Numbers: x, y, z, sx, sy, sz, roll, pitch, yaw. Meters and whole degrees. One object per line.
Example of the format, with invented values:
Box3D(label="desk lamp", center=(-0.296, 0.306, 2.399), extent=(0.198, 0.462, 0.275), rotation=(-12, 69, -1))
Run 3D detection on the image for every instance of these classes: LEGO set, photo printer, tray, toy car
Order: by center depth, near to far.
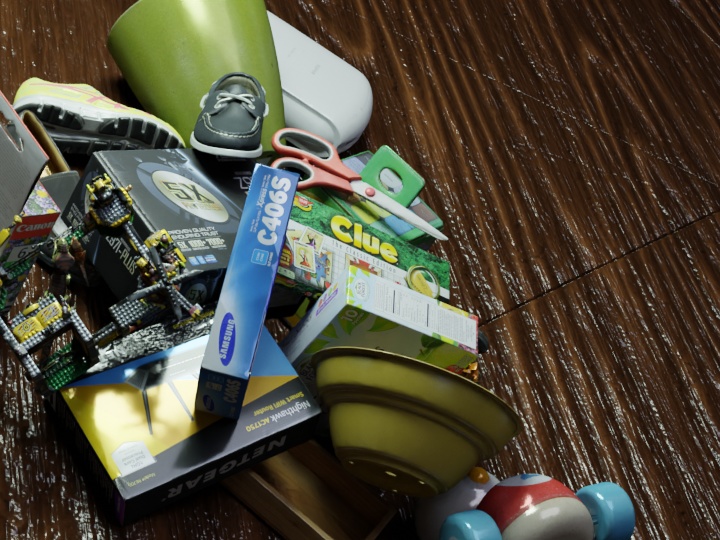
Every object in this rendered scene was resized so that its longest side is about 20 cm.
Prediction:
Box3D(label="LEGO set", center=(-0.240, 0.009, 1.311), extent=(0.199, 0.116, 0.154), rotation=(-25, 79, -12))
Box3D(label="tray", center=(-0.069, 0.191, 1.453), extent=(0.200, 0.037, 0.099), rotation=(39, 33, 7))
Box3D(label="toy car", center=(0.114, 0.230, 1.466), extent=(0.183, 0.178, 0.200), rotation=(-7, 37, -32))
Box3D(label="photo printer", center=(-0.079, -0.228, 1.951), extent=(0.199, 0.070, 0.167), rotation=(33, 32, -3))

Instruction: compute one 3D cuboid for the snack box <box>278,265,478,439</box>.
Box3D(label="snack box", center=(0.001, 0.089, 1.491), extent=(0.142, 0.200, 0.053), rotation=(22, 47, -19))

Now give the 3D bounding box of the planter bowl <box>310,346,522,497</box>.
Box3D(label="planter bowl", center=(0.038, 0.147, 1.395), extent=(0.199, 0.200, 0.084), rotation=(25, 69, -16))

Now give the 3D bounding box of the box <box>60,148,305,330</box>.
Box3D(label="box", center=(-0.155, -0.032, 1.509), extent=(0.199, 0.086, 0.164), rotation=(-6, 48, -47))

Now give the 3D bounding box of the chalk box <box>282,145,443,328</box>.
Box3D(label="chalk box", center=(-0.009, -0.036, 1.647), extent=(0.124, 0.200, 0.124), rotation=(44, 34, 15))

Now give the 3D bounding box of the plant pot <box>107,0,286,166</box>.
Box3D(label="plant pot", center=(-0.161, -0.197, 1.761), extent=(0.186, 0.187, 0.201), rotation=(-7, 68, -47))

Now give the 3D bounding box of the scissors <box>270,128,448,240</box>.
Box3D(label="scissors", center=(0.001, -0.089, 1.578), extent=(0.199, 0.014, 0.073), rotation=(18, 58, 0))

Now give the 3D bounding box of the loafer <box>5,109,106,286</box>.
Box3D(label="loafer", center=(-0.301, -0.070, 1.541), extent=(0.200, 0.072, 0.073), rotation=(49, 34, 19))

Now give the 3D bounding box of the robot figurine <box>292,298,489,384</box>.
Box3D(label="robot figurine", center=(0.029, 0.086, 1.591), extent=(0.199, 0.145, 0.058), rotation=(20, 40, -8))

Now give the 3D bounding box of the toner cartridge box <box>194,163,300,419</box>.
Box3D(label="toner cartridge box", center=(-0.098, 0.018, 1.364), extent=(0.043, 0.095, 0.201), rotation=(14, 62, -2))

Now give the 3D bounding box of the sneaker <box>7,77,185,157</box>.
Box3D(label="sneaker", center=(-0.277, -0.160, 1.678), extent=(0.199, 0.078, 0.091), rotation=(18, 30, -27))

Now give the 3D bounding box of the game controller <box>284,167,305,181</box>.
Box3D(label="game controller", center=(-0.007, -0.057, 1.825), extent=(0.104, 0.042, 0.200), rotation=(-12, 56, -49))

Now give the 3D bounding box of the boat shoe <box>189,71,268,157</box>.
Box3D(label="boat shoe", center=(-0.130, -0.158, 1.583), extent=(0.075, 0.061, 0.200), rotation=(9, 16, -9))

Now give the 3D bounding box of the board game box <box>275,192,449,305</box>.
Box3D(label="board game box", center=(0.000, 0.000, 1.507), extent=(0.199, 0.023, 0.105), rotation=(23, 45, -25))

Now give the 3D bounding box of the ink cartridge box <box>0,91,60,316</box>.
Box3D(label="ink cartridge box", center=(-0.321, -0.062, 1.393), extent=(0.050, 0.200, 0.109), rotation=(-10, 54, -48))

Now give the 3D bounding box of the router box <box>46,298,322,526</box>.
Box3D(label="router box", center=(-0.156, 0.117, 1.390), extent=(0.199, 0.051, 0.149), rotation=(-23, 61, -28))
